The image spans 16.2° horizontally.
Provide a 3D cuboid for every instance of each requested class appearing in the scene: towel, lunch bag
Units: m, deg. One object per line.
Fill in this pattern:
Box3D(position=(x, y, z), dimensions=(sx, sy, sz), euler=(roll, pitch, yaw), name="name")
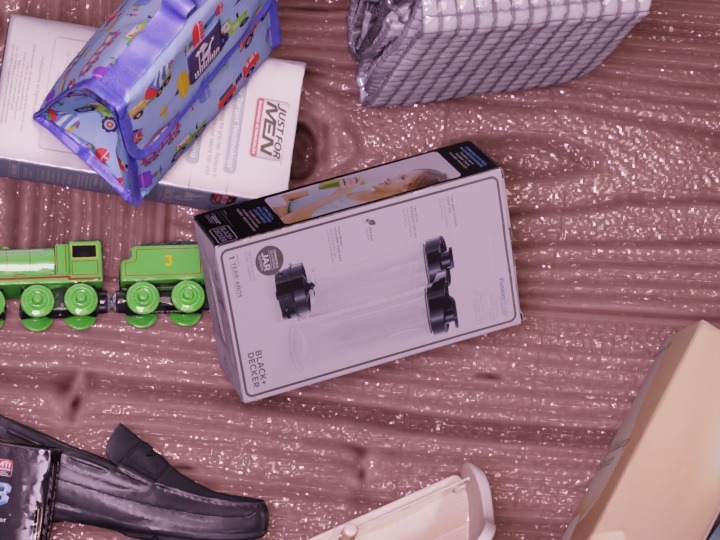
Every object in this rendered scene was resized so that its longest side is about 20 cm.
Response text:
Box3D(position=(0.083, -0.175, 1.657), dimensions=(0.164, 0.200, 0.086), euler=(-7, 80, -11), name="towel")
Box3D(position=(-0.119, -0.144, 1.557), dimensions=(0.094, 0.200, 0.151), euler=(40, 76, 1), name="lunch bag")

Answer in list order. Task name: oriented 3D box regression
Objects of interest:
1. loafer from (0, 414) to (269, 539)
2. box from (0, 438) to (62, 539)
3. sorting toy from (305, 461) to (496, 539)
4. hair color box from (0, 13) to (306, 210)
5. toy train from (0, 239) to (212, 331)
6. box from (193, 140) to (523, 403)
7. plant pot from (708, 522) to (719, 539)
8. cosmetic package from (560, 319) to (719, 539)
Box3D(position=(-0.155, 0.134, 1.630), dimensions=(0.199, 0.068, 0.071), euler=(11, 86, -3), name="loafer")
Box3D(position=(-0.299, 0.194, 1.579), dimensions=(0.198, 0.050, 0.200), euler=(8, 87, 2), name="box")
Box3D(position=(0.014, 0.200, 1.587), dimensions=(0.199, 0.180, 0.107), euler=(-23, 83, -12), name="sorting toy")
Box3D(position=(-0.142, -0.101, 1.680), dimensions=(0.198, 0.061, 0.100), euler=(9, 79, -6), name="hair color box")
Box3D(position=(-0.194, 0.009, 1.663), dimensions=(0.198, 0.042, 0.057), euler=(-1, 70, -9), name="toy train")
Box3D(position=(0.000, 0.000, 1.655), dimensions=(0.199, 0.060, 0.117), euler=(-16, 115, -13), name="box")
Box3D(position=(0.282, 0.225, 1.632), dimensions=(0.134, 0.200, 0.201), euler=(25, 76, 20), name="plant pot")
Box3D(position=(0.197, 0.141, 1.666), dimensions=(0.071, 0.105, 0.201), euler=(30, 75, -2), name="cosmetic package")
